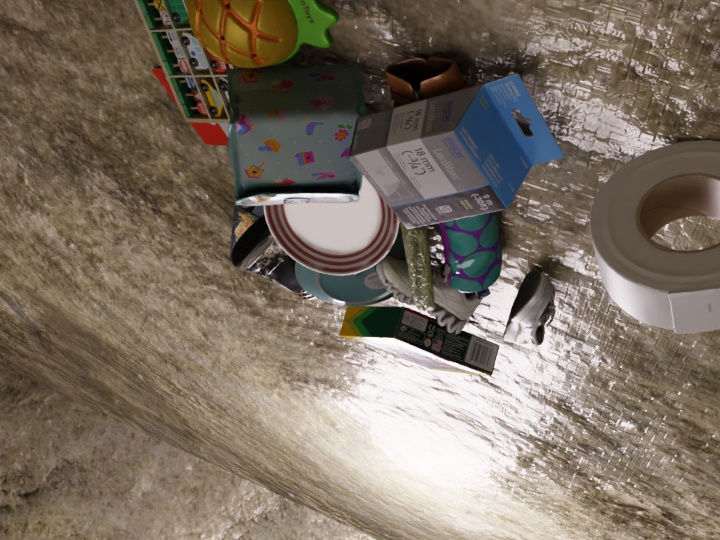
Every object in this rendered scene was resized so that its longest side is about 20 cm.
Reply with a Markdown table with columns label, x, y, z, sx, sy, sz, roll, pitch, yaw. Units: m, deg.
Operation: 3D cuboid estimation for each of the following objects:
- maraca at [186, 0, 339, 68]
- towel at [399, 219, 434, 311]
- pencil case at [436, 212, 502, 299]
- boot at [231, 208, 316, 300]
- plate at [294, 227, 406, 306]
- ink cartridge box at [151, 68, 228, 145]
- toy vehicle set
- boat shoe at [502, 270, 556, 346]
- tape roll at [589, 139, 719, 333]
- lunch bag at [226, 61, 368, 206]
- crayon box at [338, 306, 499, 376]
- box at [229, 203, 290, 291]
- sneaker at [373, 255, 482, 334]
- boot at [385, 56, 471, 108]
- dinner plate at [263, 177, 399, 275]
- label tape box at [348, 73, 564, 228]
| label | x | y | z | sx | sy | sz | roll | pitch | yaw |
| --- | --- | --- | --- | --- | --- | --- | --- | --- | --- |
| maraca | -0.114 | -0.292 | 1.045 | 0.199 | 0.107 | 0.137 | 1 | 138 | 36 |
| towel | 0.074 | -0.047 | 1.254 | 0.036 | 0.149 | 0.200 | -6 | 147 | 4 |
| pencil case | 0.138 | -0.052 | 1.236 | 0.085 | 0.092 | 0.200 | 49 | 166 | 37 |
| boot | -0.080 | -0.045 | 1.433 | 0.203 | 0.074 | 0.154 | -38 | 130 | 23 |
| plate | 0.000 | 0.000 | 1.417 | 0.199 | 0.026 | 0.200 | -4 | 140 | -4 |
| ink cartridge box | -0.196 | -0.215 | 1.319 | 0.199 | 0.057 | 0.163 | 3 | 144 | 32 |
| toy vehicle set | -0.208 | -0.282 | 1.180 | 0.124 | 0.027 | 0.200 | 6 | 130 | 34 |
| boat shoe | 0.253 | 0.061 | 1.347 | 0.065 | 0.075 | 0.202 | 18 | 156 | 6 |
| tape roll | 0.340 | -0.037 | 0.950 | 0.202 | 0.203 | 0.071 | 11 | 148 | 31 |
| lunch bag | -0.081 | -0.149 | 1.159 | 0.170 | 0.122 | 0.200 | -3 | 142 | -8 |
| crayon box | 0.094 | 0.113 | 1.514 | 0.200 | 0.058 | 0.172 | 23 | 168 | -28 |
| box | -0.151 | -0.045 | 1.576 | 0.136 | 0.038 | 0.200 | 26 | 153 | 3 |
| sneaker | 0.101 | 0.019 | 1.385 | 0.200 | 0.075 | 0.081 | 30 | 116 | -34 |
| boot | 0.061 | -0.176 | 1.109 | 0.200 | 0.077 | 0.155 | 2 | 144 | 37 |
| dinner plate | -0.040 | -0.086 | 1.313 | 0.199 | 0.024 | 0.201 | 7 | 117 | 13 |
| label tape box | 0.109 | -0.127 | 1.045 | 0.199 | 0.063 | 0.144 | -10 | 142 | 31 |
